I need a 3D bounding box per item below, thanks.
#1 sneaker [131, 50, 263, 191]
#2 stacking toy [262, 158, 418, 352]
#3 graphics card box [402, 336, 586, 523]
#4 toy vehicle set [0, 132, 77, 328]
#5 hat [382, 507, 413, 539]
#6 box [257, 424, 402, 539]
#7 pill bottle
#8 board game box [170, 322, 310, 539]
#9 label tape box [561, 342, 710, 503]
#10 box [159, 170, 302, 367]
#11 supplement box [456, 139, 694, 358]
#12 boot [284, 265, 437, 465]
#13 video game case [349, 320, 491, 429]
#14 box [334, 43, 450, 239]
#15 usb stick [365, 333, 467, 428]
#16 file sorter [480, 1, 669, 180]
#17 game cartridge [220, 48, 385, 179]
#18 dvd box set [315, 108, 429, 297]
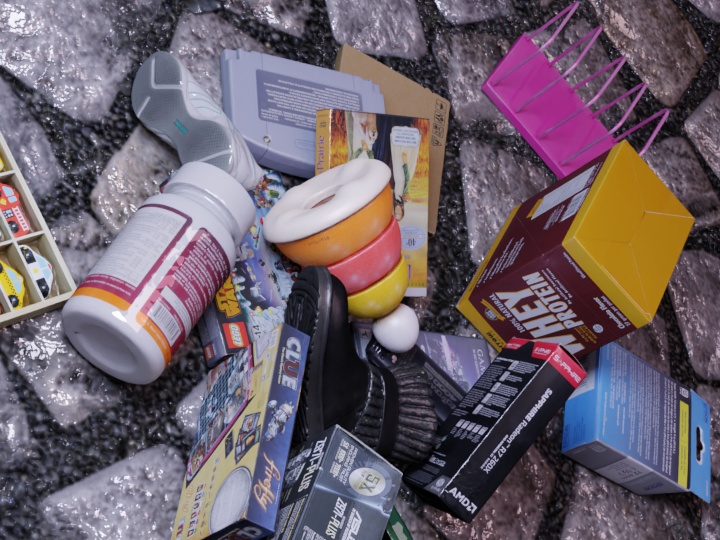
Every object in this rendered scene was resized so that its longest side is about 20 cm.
[{"bbox_3d":[-0.170,-0.146,1.536,0.080,0.070,0.201,30,20,-54],"label":"sneaker"},{"bbox_3d":[0.000,0.000,1.546,0.146,0.145,0.201,-46,117,-45],"label":"stacking toy"},{"bbox_3d":[0.136,0.162,1.553,0.051,0.125,0.200,44,78,-14],"label":"graphics card box"},{"bbox_3d":[-0.353,-0.045,1.369,0.124,0.026,0.201,-22,83,-45],"label":"toy vehicle set"},{"bbox_3d":[-0.030,0.309,1.460,0.167,0.175,0.200,60,1,-10],"label":"hat"},{"bbox_3d":[-0.066,0.263,1.354,0.086,0.163,0.201,38,47,-18],"label":"box"},{"bbox_3d":[-0.185,-0.001,1.411,0.109,0.109,0.201,42,57,-15],"label":"pill bottle"},{"bbox_3d":[-0.112,0.162,1.389,0.034,0.135,0.202,28,52,-26],"label":"board game box"},{"bbox_3d":[0.337,0.189,1.816,0.199,0.066,0.144,31,51,-28],"label":"label tape box"},{"bbox_3d":[-0.119,-0.006,1.542,0.136,0.040,0.202,-4,70,-41],"label":"box"},{"bbox_3d":[0.252,-0.009,1.750,0.133,0.199,0.198,45,46,-12],"label":"supplement box"},{"bbox_3d":[0.002,0.097,1.511,0.156,0.079,0.214,-2,104,-28],"label":"boot"},{"bbox_3d":[0.074,0.135,1.649,0.199,0.019,0.144,10,62,-38],"label":"video game case"},{"bbox_3d":[0.029,-0.152,1.760,0.162,0.021,0.202,26,54,-25],"label":"box"},{"bbox_3d":[0.085,0.138,1.622,0.200,0.033,0.056,44,56,-14],"label":"usb stick"},{"bbox_3d":[0.286,-0.226,1.952,0.200,0.125,0.139,48,46,-10],"label":"file sorter"},{"bbox_3d":[-0.062,-0.167,1.667,0.198,0.041,0.135,10,64,-28],"label":"game cartridge"},{"bbox_3d":[0.013,-0.072,1.645,0.145,0.029,0.202,2,89,-38],"label":"dvd box set"}]
